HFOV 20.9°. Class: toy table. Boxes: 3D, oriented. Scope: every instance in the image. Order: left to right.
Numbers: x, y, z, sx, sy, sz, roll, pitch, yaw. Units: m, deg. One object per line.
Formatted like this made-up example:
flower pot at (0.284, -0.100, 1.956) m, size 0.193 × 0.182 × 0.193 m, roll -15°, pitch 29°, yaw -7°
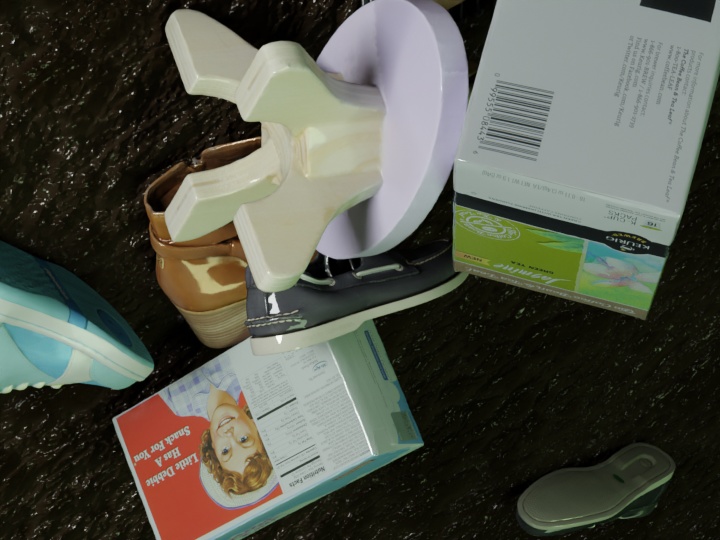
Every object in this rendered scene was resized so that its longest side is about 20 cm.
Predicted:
toy table at (-0.034, -0.079, 1.142) m, size 0.117 × 0.184 × 0.200 m, roll -8°, pitch 142°, yaw -30°

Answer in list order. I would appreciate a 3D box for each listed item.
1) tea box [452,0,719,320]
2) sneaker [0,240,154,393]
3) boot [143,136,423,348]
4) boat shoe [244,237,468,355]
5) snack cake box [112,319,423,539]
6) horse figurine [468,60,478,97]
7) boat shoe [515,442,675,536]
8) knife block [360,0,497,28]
tea box at (0.141, -0.103, 1.168) m, size 0.197 × 0.133 × 0.201 m, roll 81°, pitch 25°, yaw -70°
sneaker at (-0.230, 0.057, 1.223) m, size 0.131 × 0.080 × 0.200 m, roll -47°, pitch 138°, yaw 9°
boot at (-0.046, -0.042, 1.298) m, size 0.200 × 0.074 × 0.155 m, roll -35°, pitch 144°, yaw -13°
boat shoe at (0.000, 0.000, 1.273) m, size 0.072 × 0.063 × 0.200 m, roll -10°, pitch -172°, yaw 44°
snack cake box at (-0.067, 0.112, 1.355) m, size 0.200 × 0.115 × 0.067 m, roll -30°, pitch 167°, yaw 30°
horse figurine at (0.116, -0.131, 1.361) m, size 0.200 × 0.050 × 0.133 m, roll -38°, pitch 167°, yaw -19°
boat shoe at (0.230, 0.231, 1.931) m, size 0.199 × 0.072 × 0.068 m, roll -14°, pitch 136°, yaw -39°
knife block at (0.063, -0.215, 1.199) m, size 0.175 × 0.064 × 0.200 m, roll 5°, pitch 127°, yaw -50°
